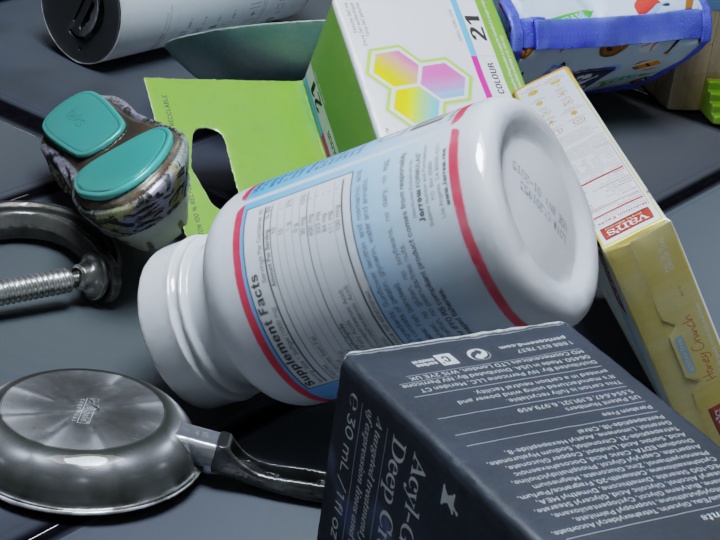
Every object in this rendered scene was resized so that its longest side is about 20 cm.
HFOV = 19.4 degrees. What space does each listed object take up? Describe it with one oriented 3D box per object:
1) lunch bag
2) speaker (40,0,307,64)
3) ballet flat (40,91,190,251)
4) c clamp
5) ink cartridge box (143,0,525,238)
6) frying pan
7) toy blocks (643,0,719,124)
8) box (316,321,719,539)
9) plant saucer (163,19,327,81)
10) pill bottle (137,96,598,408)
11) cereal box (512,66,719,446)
[{"bbox_3d":[0.120,-0.180,1.456,0.170,0.124,0.200,-8,21,-29],"label":"lunch bag"},{"bbox_3d":[-0.124,-0.199,1.465,0.081,0.081,0.200,26,31,33],"label":"speaker"},{"bbox_3d":[-0.124,-0.049,1.151,0.072,0.072,0.200,0,16,-19],"label":"ballet flat"},{"bbox_3d":[-0.204,0.006,1.081,0.200,0.027,0.171,-15,29,-38],"label":"c clamp"},{"bbox_3d":[-0.007,-0.079,1.198,0.200,0.076,0.148,-2,53,-22],"label":"ink cartridge box"},{"bbox_3d":[-0.094,0.086,0.946,0.190,0.031,0.115,17,27,23],"label":"frying pan"},{"bbox_3d":[0.231,-0.208,1.531,0.100,0.137,0.200,1,27,-17],"label":"toy blocks"},{"bbox_3d":[0.075,0.132,0.758,0.107,0.149,0.200,-8,29,-30],"label":"box"},{"bbox_3d":[-0.024,-0.129,1.344,0.201,0.039,0.201,-3,0,0],"label":"plant saucer"},{"bbox_3d":[0.000,0.000,0.974,0.200,0.109,0.109,-18,12,29],"label":"pill bottle"},{"bbox_3d":[0.139,-0.004,1.077,0.039,0.144,0.200,-25,28,3],"label":"cereal box"}]
